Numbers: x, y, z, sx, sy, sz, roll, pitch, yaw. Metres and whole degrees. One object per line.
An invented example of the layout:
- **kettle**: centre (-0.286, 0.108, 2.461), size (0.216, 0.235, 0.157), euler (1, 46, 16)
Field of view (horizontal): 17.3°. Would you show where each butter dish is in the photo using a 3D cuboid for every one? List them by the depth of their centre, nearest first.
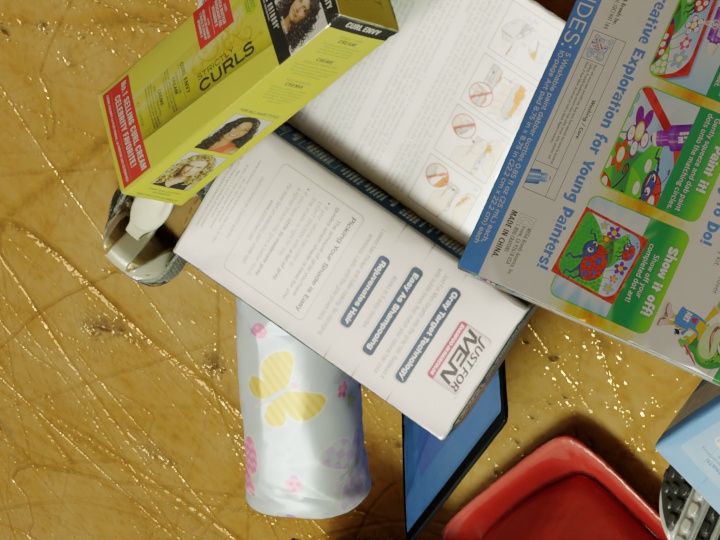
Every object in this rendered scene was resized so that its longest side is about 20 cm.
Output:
- **butter dish**: centre (0.134, 0.242, 1.569), size (0.199, 0.148, 0.200), euler (44, 142, -1)

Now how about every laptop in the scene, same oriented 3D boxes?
- **laptop**: centre (0.011, 0.045, 1.533), size (0.200, 0.103, 0.177), euler (39, 141, 6)

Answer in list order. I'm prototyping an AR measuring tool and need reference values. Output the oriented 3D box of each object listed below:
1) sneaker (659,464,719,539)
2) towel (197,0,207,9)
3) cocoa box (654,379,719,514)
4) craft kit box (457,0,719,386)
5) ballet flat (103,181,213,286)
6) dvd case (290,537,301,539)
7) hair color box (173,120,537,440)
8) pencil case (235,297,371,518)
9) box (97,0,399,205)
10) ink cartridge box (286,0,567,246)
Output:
- **sneaker**: centre (0.267, 0.177, 1.454), size (0.200, 0.081, 0.075), euler (36, 108, 36)
- **towel**: centre (-0.025, -0.110, 1.453), size (0.199, 0.030, 0.147), euler (23, 121, 25)
- **cocoa box**: centre (0.292, 0.106, 1.314), size (0.200, 0.131, 0.133), euler (45, 142, -2)
- **craft kit box**: centre (0.179, -0.052, 1.237), size (0.197, 0.201, 0.048), euler (25, 179, 26)
- **ballet flat**: centre (-0.143, -0.036, 1.624), size (0.072, 0.072, 0.200), euler (42, 142, 2)
- **dvd case**: centre (0.018, 0.247, 1.690), size (0.150, 0.025, 0.200), euler (36, 177, 11)
- **hair color box**: centre (0.000, 0.000, 1.411), size (0.200, 0.061, 0.100), euler (35, 108, 8)
- **pencil case**: centre (-0.037, 0.060, 1.530), size (0.083, 0.091, 0.201), euler (3, 113, 16)
- **box**: centre (-0.067, -0.118, 1.354), size (0.200, 0.050, 0.076), euler (-35, 60, 37)
- **ink cartridge box**: centre (0.043, -0.121, 1.367), size (0.200, 0.047, 0.160), euler (35, 124, 10)
